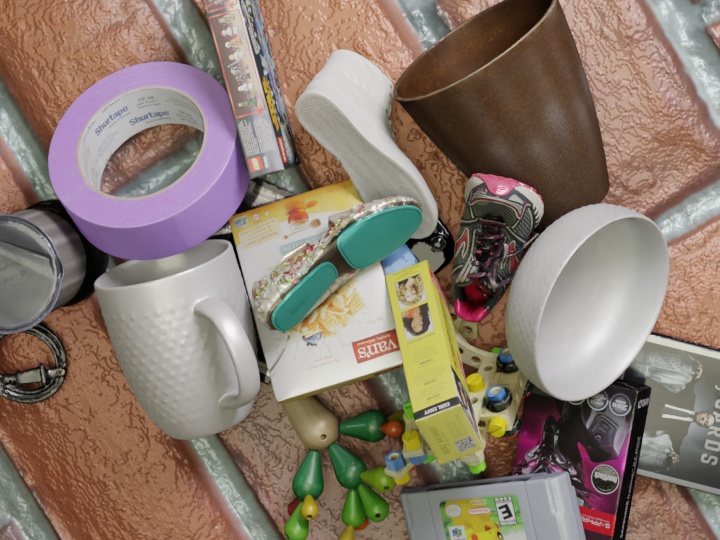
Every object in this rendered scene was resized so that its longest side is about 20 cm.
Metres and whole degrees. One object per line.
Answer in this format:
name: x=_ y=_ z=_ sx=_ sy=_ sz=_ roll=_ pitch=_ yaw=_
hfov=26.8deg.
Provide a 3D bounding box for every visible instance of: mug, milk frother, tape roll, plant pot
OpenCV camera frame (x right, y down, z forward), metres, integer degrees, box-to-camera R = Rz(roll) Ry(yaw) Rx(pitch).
mug: x=-0.164 y=0.077 z=1.528 sx=0.147 sy=0.199 sz=0.177 roll=-23 pitch=106 yaw=-30
milk frother: x=-0.350 y=0.043 z=1.555 sx=0.179 sy=0.188 sz=0.202 roll=-20 pitch=95 yaw=7
tape roll: x=-0.213 y=-0.113 z=1.534 sx=0.198 sy=0.066 sz=0.202 roll=-6 pitch=58 yaw=10
plant pot: x=0.163 y=-0.145 z=1.511 sx=0.186 sy=0.187 sz=0.201 roll=-32 pitch=109 yaw=7

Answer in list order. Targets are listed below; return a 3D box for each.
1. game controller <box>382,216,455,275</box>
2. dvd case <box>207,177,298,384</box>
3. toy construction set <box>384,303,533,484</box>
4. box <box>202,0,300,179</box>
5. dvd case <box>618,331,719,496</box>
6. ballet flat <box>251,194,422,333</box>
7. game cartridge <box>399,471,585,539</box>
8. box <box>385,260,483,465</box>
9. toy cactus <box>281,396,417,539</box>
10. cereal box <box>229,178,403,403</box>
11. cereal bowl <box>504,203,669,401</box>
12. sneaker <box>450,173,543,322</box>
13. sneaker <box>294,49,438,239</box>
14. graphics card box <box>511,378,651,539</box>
game controller: x=0.000 y=0.000 z=1.586 sx=0.199 sy=0.042 sz=0.105 roll=-38 pitch=94 yaw=0
dvd case: x=-0.127 y=0.002 z=1.619 sx=0.147 sy=0.016 sz=0.202 roll=23 pitch=97 yaw=0
toy construction set: x=0.101 y=0.127 z=1.546 sx=0.130 sy=0.201 sz=0.092 roll=-7 pitch=137 yaw=25
box: x=-0.111 y=-0.198 z=1.533 sx=0.039 sy=0.137 sz=0.202 roll=-14 pitch=96 yaw=7
dvd case: x=0.343 y=0.151 z=1.594 sx=0.198 sy=0.025 sz=0.152 roll=14 pitch=98 yaw=4
ballet flat: x=-0.031 y=-0.019 z=1.507 sx=0.199 sy=0.064 sz=0.076 roll=-37 pitch=135 yaw=-7
game cartridge: x=0.140 y=0.285 z=1.580 sx=0.198 sy=0.040 sz=0.135 roll=-12 pitch=97 yaw=32
box: x=0.070 y=0.087 z=1.478 sx=0.050 sy=0.201 sz=0.076 roll=-21 pitch=131 yaw=9
toy cactus: x=-0.017 y=0.195 z=1.608 sx=0.200 sy=0.102 sz=0.165 roll=-44 pitch=73 yaw=10
cereal box: x=-0.042 y=0.021 z=1.552 sx=0.142 sy=0.040 sz=0.202 roll=-17 pitch=78 yaw=4
cereal bowl: x=0.212 y=0.024 z=1.493 sx=0.083 sy=0.199 sz=0.202 roll=29 pitch=100 yaw=41
sneaker: x=0.132 y=-0.022 z=1.498 sx=0.080 sy=0.201 sz=0.075 roll=16 pitch=58 yaw=10
sneaker: x=0.025 y=-0.137 z=1.550 sx=0.073 sy=0.116 sz=0.200 roll=-24 pitch=116 yaw=36
graphics card box: x=0.224 y=0.206 z=1.576 sx=0.124 sy=0.051 sz=0.202 roll=13 pitch=97 yaw=29
